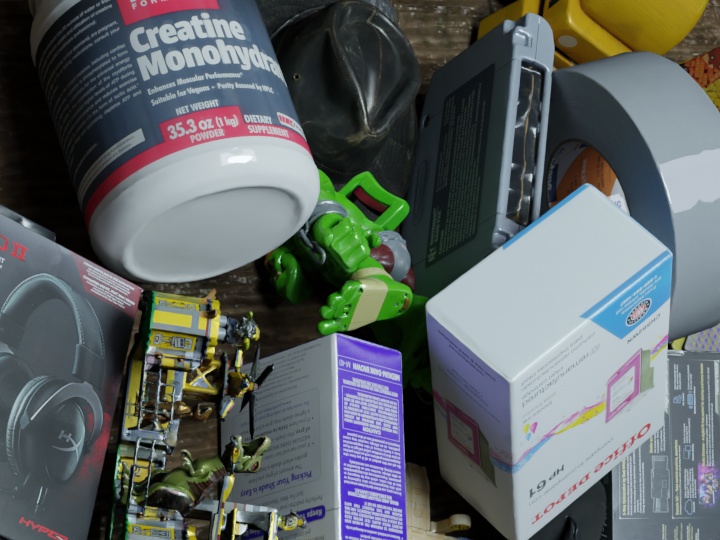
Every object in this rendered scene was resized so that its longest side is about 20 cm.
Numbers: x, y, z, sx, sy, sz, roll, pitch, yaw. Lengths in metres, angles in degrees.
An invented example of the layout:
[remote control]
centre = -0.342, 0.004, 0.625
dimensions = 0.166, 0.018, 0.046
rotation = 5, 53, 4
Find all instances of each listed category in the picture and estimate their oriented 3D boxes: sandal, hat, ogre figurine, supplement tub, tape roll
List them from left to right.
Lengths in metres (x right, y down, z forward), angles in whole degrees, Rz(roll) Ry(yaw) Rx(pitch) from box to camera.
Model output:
[supplement tub]
centre = -0.116, -0.106, 1.399
dimensions = 0.140, 0.140, 0.200
rotation = 4, 57, -43
[hat]
centre = -0.008, -0.120, 1.573
dimensions = 0.200, 0.081, 0.201
rotation = 18, 63, -40
[ogre figurine]
centre = 0.000, 0.000, 1.501
dimensions = 0.200, 0.098, 0.120
rotation = 24, 24, -47
[sandal]
centre = 0.114, 0.218, 1.556
dimensions = 0.200, 0.045, 0.075
rotation = -47, 126, -32
[tape roll]
centre = 0.182, -0.046, 1.598
dimensions = 0.066, 0.200, 0.201
rotation = -15, 85, -25

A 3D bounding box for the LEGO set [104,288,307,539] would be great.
[LEGO set]
centre = -0.079, 0.112, 1.347
dimensions = 0.116, 0.154, 0.200
rotation = 8, 63, -10

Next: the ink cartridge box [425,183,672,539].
[ink cartridge box]
centre = 0.124, 0.065, 1.513
dimensions = 0.144, 0.200, 0.085
rotation = -37, 59, -20

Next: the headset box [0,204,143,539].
[headset box]
centre = -0.214, 0.057, 1.307
dimensions = 0.149, 0.077, 0.200
rotation = 31, 57, -33

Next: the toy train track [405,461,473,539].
[toy train track]
centre = 0.075, 0.190, 1.568
dimensions = 0.200, 0.033, 0.115
rotation = 19, 62, -40

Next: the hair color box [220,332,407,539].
[hair color box]
centre = -0.029, 0.150, 1.427
dimensions = 0.065, 0.109, 0.200
rotation = 19, 62, -40

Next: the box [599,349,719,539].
[box]
centre = 0.235, 0.157, 1.672
dimensions = 0.160, 0.044, 0.200
rotation = 2, 84, -27

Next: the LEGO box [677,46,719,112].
[LEGO box]
centre = 0.299, -0.111, 1.820
dimensions = 0.200, 0.149, 0.077
rotation = 2, 73, -43

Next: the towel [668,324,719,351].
[towel]
centre = 0.317, 0.053, 1.865
dimensions = 0.144, 0.023, 0.200
rotation = 54, 46, -14

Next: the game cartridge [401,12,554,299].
[game cartridge]
centre = 0.077, -0.064, 1.595
dimensions = 0.041, 0.133, 0.200
rotation = 18, 63, -21

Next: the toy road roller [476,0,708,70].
[toy road roller]
centre = 0.175, -0.174, 1.725
dimensions = 0.123, 0.146, 0.200
rotation = 32, 54, -31
